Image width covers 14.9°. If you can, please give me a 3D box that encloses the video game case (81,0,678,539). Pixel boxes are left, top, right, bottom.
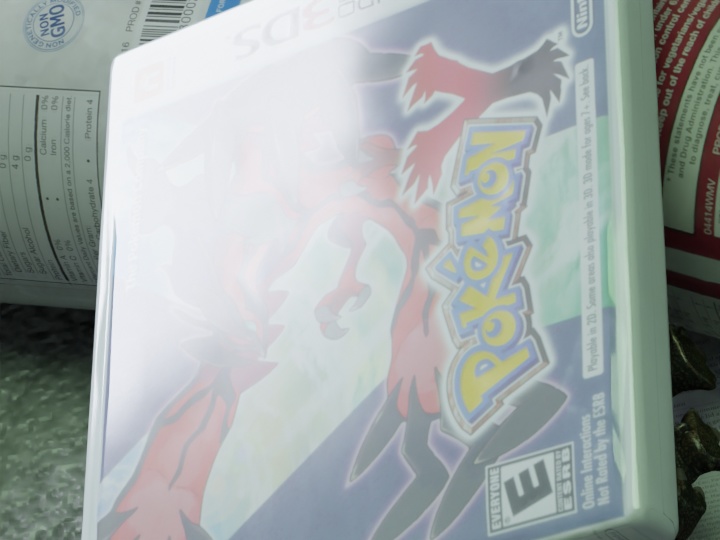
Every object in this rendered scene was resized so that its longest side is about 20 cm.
[{"bbox_3d":[0.000,0.000,0.752,0.182,0.023,0.200,-19,56,32],"label":"video game case"}]

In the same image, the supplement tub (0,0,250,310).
[{"bbox_3d":[-0.092,-0.051,0.932,0.200,0.132,0.132,4,47,23],"label":"supplement tub"}]

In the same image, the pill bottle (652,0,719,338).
[{"bbox_3d":[0.082,-0.043,0.810,0.200,0.110,0.110,17,53,33],"label":"pill bottle"}]

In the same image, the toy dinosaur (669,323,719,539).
[{"bbox_3d":[0.045,0.061,0.752,0.102,0.077,0.200,-36,50,22],"label":"toy dinosaur"}]

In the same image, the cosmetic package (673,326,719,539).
[{"bbox_3d":[0.045,0.072,0.818,0.200,0.052,0.151,-13,45,5],"label":"cosmetic package"}]
